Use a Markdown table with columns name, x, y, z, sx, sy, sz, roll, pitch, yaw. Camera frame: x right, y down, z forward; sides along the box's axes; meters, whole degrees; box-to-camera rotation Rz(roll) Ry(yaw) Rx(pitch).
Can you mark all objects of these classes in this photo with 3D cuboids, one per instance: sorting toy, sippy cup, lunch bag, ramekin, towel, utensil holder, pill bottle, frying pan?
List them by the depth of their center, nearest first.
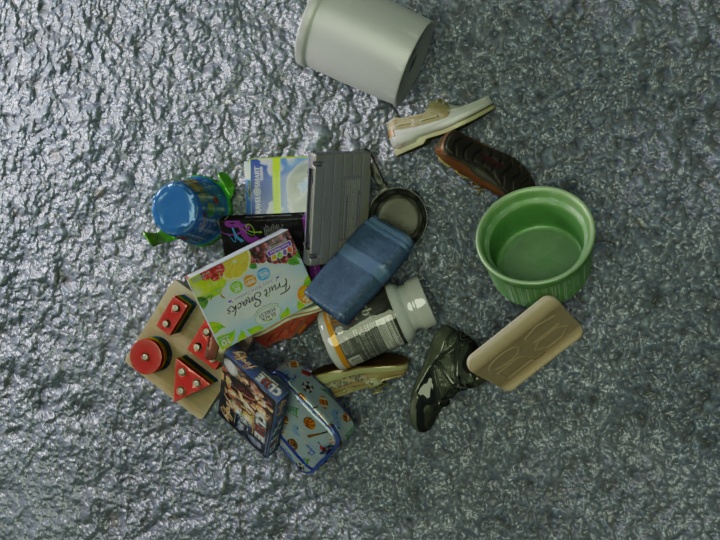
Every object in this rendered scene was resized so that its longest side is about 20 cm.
| name | x | y | z | sx | sy | sz | roll | pitch | yaw |
| --- | --- | --- | --- | --- | --- | --- | --- | --- | --- |
| ramekin | 0.302 | -0.035 | 1.419 | 0.198 | 0.098 | 0.202 | -9 | 54 | 13 |
| sorting toy | 0.283 | 0.125 | 1.435 | 0.185 | 0.200 | 0.037 | -40 | 57 | 10 |
| utensil holder | 0.009 | -0.404 | 1.472 | 0.198 | 0.170 | 0.171 | 26 | 97 | 6 |
| towel | 0.000 | 0.000 | 1.480 | 0.111 | 0.049 | 0.200 | 33 | 72 | 30 |
| pill bottle | 0.031 | 0.092 | 1.508 | 0.198 | 0.116 | 0.117 | -24 | 88 | 5 |
| frying pan | 0.042 | -0.121 | 1.544 | 0.190 | 0.031 | 0.115 | 44 | 101 | 10 |
| lunch bag | -0.114 | 0.279 | 1.554 | 0.200 | 0.075 | 0.160 | 48 | 127 | 8 |
| sippy cup | -0.325 | -0.114 | 1.571 | 0.138 | 0.130 | 0.180 | 21 | 96 | 10 |
| sorting toy | -0.342 | 0.157 | 1.617 | 0.199 | 0.070 | 0.200 | 35 | 99 | 8 |

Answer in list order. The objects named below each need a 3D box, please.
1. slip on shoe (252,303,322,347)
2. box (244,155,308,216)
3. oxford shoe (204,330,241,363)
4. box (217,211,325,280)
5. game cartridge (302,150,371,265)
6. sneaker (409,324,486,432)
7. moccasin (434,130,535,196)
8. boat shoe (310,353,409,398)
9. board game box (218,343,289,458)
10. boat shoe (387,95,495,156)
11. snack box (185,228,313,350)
| name | x | y | z | sx | sy | sz | roll | pitch | yaw |
| --- | --- | --- | --- | --- | --- | --- | --- | --- | --- |
| slip on shoe | -0.116 | 0.086 | 1.575 | 0.198 | 0.074 | 0.062 | -26 | 122 | 5 |
| box | -0.130 | -0.153 | 1.571 | 0.197 | 0.048 | 0.124 | -1 | 93 | 11 |
| oxford shoe | -0.227 | 0.076 | 1.548 | 0.074 | 0.070 | 0.202 | 18 | 87 | -12 |
| box | -0.160 | -0.036 | 1.565 | 0.197 | 0.036 | 0.145 | -1 | 114 | 11 |
| game cartridge | -0.041 | -0.114 | 1.504 | 0.038 | 0.129 | 0.203 | 20 | 112 | 46 |
| sneaker | 0.161 | 0.211 | 1.500 | 0.114 | 0.076 | 0.201 | 24 | 93 | 33 |
| moccasin | 0.222 | -0.176 | 1.483 | 0.199 | 0.078 | 0.074 | 22 | 81 | -9 |
| boat shoe | 0.002 | 0.200 | 1.552 | 0.198 | 0.073 | 0.063 | -11 | 99 | 24 |
| board game box | -0.197 | 0.241 | 1.511 | 0.135 | 0.035 | 0.201 | 38 | 142 | 20 |
| boat shoe | 0.141 | -0.275 | 1.494 | 0.198 | 0.075 | 0.069 | -22 | 91 | 11 |
| snack box | -0.192 | 0.032 | 1.492 | 0.199 | 0.053 | 0.143 | -27 | 104 | -14 |
